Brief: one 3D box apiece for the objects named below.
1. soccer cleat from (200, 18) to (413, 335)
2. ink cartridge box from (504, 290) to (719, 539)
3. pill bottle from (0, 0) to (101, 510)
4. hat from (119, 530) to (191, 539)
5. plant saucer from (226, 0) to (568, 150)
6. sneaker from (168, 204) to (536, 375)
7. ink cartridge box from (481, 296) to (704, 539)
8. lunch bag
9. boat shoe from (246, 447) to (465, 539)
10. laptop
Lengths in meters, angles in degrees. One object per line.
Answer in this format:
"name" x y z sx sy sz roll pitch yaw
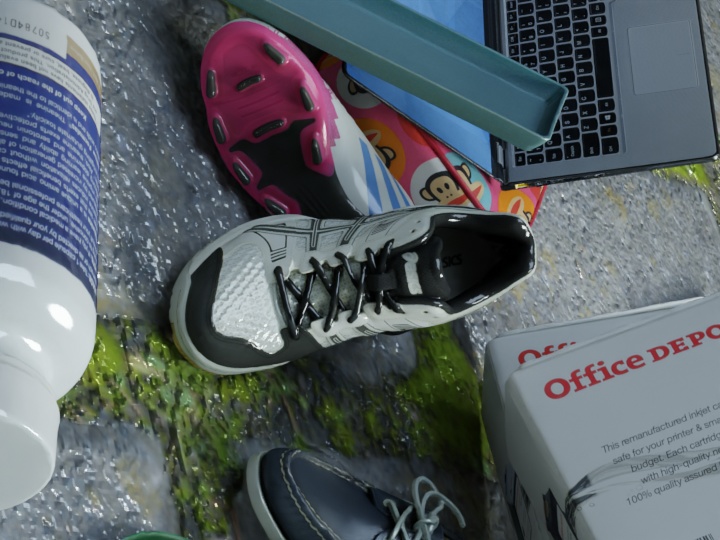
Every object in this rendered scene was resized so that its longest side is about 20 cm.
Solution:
"soccer cleat" -0.023 -0.053 1.127 0.200 0.070 0.086 58 16 -13
"ink cartridge box" 0.176 0.125 1.025 0.085 0.144 0.200 84 -16 -54
"pill bottle" -0.162 -0.008 0.823 0.111 0.111 0.201 33 41 -40
"hat" 0.001 0.172 0.858 0.200 0.176 0.166 41 38 -32
"plant saucer" 0.017 -0.124 1.104 0.199 0.019 0.070 26 33 1
"sneaker" 0.000 0.000 1.026 0.199 0.088 0.076 -17 94 -31
"ink cartridge box" 0.160 0.127 1.131 0.086 0.146 0.201 88 -10 -51
"lunch bag" 0.044 -0.109 1.244 0.176 0.082 0.200 53 32 -14
"boat shoe" 0.023 0.147 1.026 0.200 0.062 0.075 45 33 -27
"laptop" 0.099 -0.156 1.189 0.116 0.199 0.188 72 15 -50
